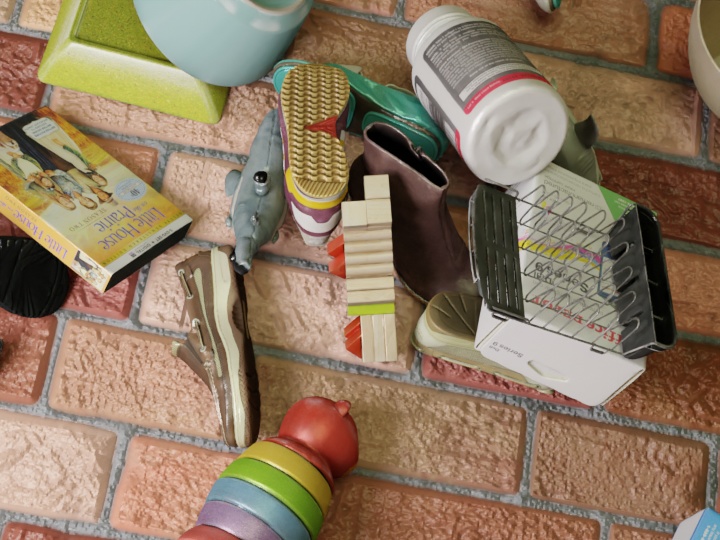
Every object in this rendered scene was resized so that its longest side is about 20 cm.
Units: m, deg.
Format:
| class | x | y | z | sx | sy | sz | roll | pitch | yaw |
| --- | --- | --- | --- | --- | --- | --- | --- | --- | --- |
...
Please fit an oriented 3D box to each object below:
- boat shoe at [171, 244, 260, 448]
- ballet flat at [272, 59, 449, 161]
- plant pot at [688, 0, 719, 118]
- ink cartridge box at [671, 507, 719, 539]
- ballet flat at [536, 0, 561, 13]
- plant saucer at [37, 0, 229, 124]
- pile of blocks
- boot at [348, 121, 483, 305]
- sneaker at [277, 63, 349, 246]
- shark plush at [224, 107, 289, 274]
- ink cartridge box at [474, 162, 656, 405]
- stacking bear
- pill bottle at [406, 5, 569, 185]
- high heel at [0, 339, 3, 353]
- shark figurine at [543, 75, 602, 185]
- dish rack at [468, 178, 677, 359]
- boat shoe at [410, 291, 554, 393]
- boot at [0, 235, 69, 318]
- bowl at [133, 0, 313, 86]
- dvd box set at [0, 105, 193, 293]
| class | x | y | z | sx | sy | sz | roll | pitch | yaw |
| --- | --- | --- | --- | --- | --- | --- | --- | --- | --- |
| boat shoe | -0.143 | 0.077 | 1.292 | 0.074 | 0.075 | 0.204 | -11 | 64 | 3 |
| ballet flat | 0.004 | -0.176 | 1.412 | 0.199 | 0.068 | 0.071 | 26 | 44 | 3 |
| plant pot | 0.434 | -0.225 | 1.435 | 0.199 | 0.135 | 0.202 | 3 | 68 | -6 |
| ink cartridge box | 0.365 | 0.337 | 1.238 | 0.199 | 0.086 | 0.147 | 30 | 69 | 7 |
| ballet flat | 0.206 | -0.371 | 1.510 | 0.069 | 0.070 | 0.201 | 15 | 64 | -1 |
| plant saucer | -0.222 | -0.274 | 1.423 | 0.198 | 0.048 | 0.201 | 14 | 68 | -1 |
| pile of blocks | 0.000 | 0.000 | 1.286 | 0.062 | 0.082 | 0.201 | -3 | 114 | -2 |
| boot | 0.065 | -0.043 | 1.303 | 0.200 | 0.167 | 0.072 | 41 | 70 | 8 |
| sneaker | -0.048 | -0.117 | 1.317 | 0.074 | 0.090 | 0.201 | 5 | 48 | -5 |
| shark plush | -0.108 | -0.072 | 1.311 | 0.090 | 0.084 | 0.200 | 21 | 43 | 7 |
| ink cartridge box | 0.202 | 0.010 | 1.302 | 0.145 | 0.088 | 0.201 | 24 | 52 | -12 |
| stacking bear | -0.070 | 0.203 | 1.229 | 0.114 | 0.121 | 0.200 | 40 | 58 | -7 |
| pill bottle | 0.117 | -0.183 | 1.332 | 0.110 | 0.111 | 0.200 | -16 | 42 | -12 |
| high heel | -0.432 | 0.039 | 1.241 | 0.142 | 0.071 | 0.201 | -31 | 105 | -12 |
| shark figurine | 0.171 | -0.160 | 1.389 | 0.089 | 0.128 | 0.215 | -32 | 74 | -7 |
| dish rack | 0.187 | -0.007 | 1.205 | 0.199 | 0.055 | 0.154 | 18 | 52 | -26 |
| boat shoe | 0.150 | 0.080 | 1.329 | 0.199 | 0.063 | 0.074 | 15 | 51 | -13 |
| boot | -0.394 | -0.013 | 1.269 | 0.162 | 0.198 | 0.074 | 12 | 86 | 30 |
| bowl | -0.123 | -0.299 | 1.367 | 0.200 | 0.105 | 0.202 | 10 | 74 | -37 |
| dvd box set | -0.281 | -0.074 | 1.309 | 0.200 | 0.029 | 0.146 | 38 | 35 | 8 |
